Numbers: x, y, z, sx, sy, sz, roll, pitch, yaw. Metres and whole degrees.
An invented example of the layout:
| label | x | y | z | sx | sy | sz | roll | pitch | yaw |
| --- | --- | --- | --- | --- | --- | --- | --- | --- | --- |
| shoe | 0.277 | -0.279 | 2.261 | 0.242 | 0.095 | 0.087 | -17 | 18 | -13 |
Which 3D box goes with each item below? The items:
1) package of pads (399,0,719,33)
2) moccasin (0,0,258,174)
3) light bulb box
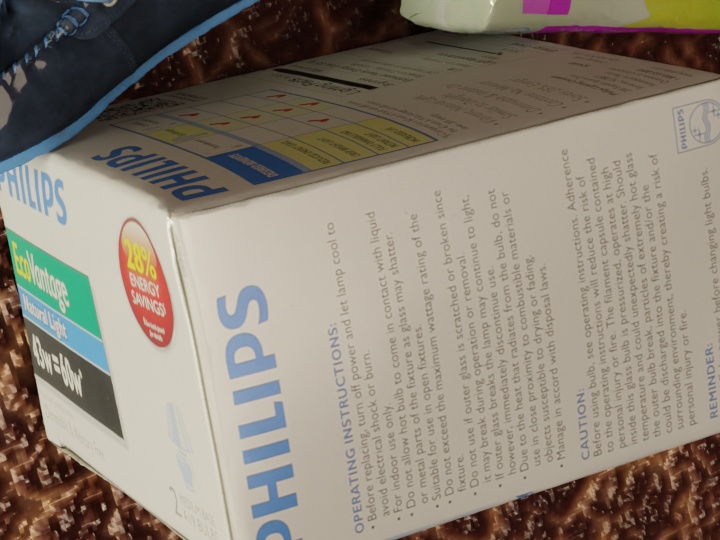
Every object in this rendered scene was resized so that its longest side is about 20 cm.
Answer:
| label | x | y | z | sx | sy | sz | roll | pitch | yaw |
| --- | --- | --- | --- | --- | --- | --- | --- | --- | --- |
| package of pads | 0.097 | -0.190 | 0.870 | 0.154 | 0.068 | 0.201 | -4 | 103 | -36 |
| moccasin | -0.106 | -0.098 | 0.796 | 0.200 | 0.080 | 0.068 | -41 | 133 | -31 |
| light bulb box | 0.000 | 0.000 | 0.802 | 0.199 | 0.198 | 0.126 | -15 | 106 | -22 |
